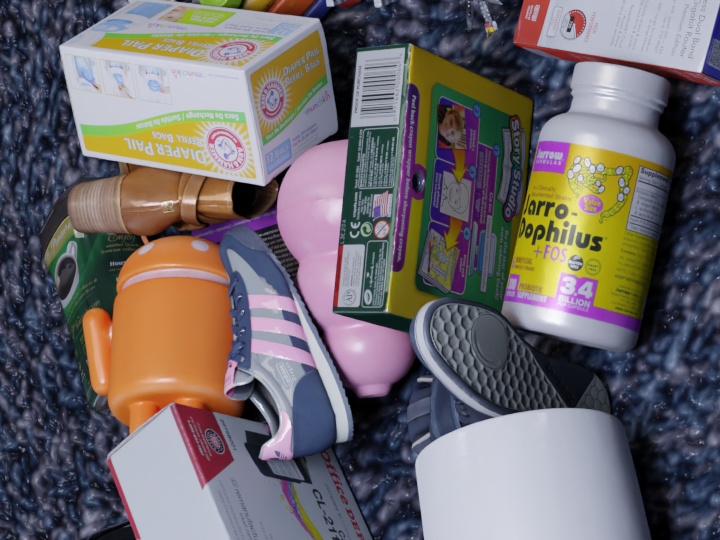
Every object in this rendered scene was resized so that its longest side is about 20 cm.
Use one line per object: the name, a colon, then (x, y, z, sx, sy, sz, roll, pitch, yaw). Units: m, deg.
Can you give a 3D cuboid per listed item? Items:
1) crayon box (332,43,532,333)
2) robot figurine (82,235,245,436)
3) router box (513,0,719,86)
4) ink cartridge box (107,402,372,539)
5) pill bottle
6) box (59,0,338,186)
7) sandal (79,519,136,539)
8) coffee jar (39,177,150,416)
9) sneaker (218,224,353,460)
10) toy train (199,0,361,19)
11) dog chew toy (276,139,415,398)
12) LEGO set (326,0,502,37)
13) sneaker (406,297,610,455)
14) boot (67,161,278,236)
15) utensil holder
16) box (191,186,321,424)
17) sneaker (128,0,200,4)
crayon box: (0.058, -0.052, 1.614, 0.058, 0.172, 0.202, -1, 79, 36)
robot figurine: (-0.150, 0.058, 1.746, 0.143, 0.116, 0.202, -28, 51, 46)
router box: (0.221, -0.252, 1.604, 0.178, 0.049, 0.202, 14, 89, 41)
ink cartridge box: (-0.085, 0.196, 1.661, 0.083, 0.199, 0.147, -40, 58, 23)
pill bottle: (0.172, -0.047, 1.562, 0.104, 0.104, 0.202, 10, 86, 41)
box: (-0.133, -0.150, 1.748, 0.198, 0.112, 0.102, 10, 124, 33)
sandal: (-0.177, 0.227, 1.777, 0.198, 0.043, 0.076, -16, 31, 6)
coffee jar: (-0.220, 0.020, 1.882, 0.104, 0.085, 0.201, -52, 50, 46)
sneaker: (-0.080, 0.057, 1.667, 0.201, 0.081, 0.070, 61, 160, 22)
toy train: (-0.095, -0.222, 1.818, 0.200, 0.115, 0.085, -46, 55, 22)
dog chew toy: (0.000, 0.000, 1.692, 0.124, 0.124, 0.202, -13, 81, 37)
LEGO set: (0.042, -0.277, 1.688, 0.199, 0.116, 0.155, 16, 120, 34)
sneaker: (0.068, 0.087, 1.559, 0.145, 0.202, 0.078, -12, 58, 41)
boot: (-0.141, -0.077, 1.810, 0.154, 0.200, 0.078, -4, 99, 21)
utensil holder: (0.130, 0.219, 1.500, 0.169, 0.169, 0.202, -25, 62, 33)
box: (-0.081, 0.036, 1.802, 0.142, 0.036, 0.202, -15, 69, 38)
sneaker: (-0.170, -0.258, 1.914, 0.079, 0.078, 0.202, -28, 73, 43)
